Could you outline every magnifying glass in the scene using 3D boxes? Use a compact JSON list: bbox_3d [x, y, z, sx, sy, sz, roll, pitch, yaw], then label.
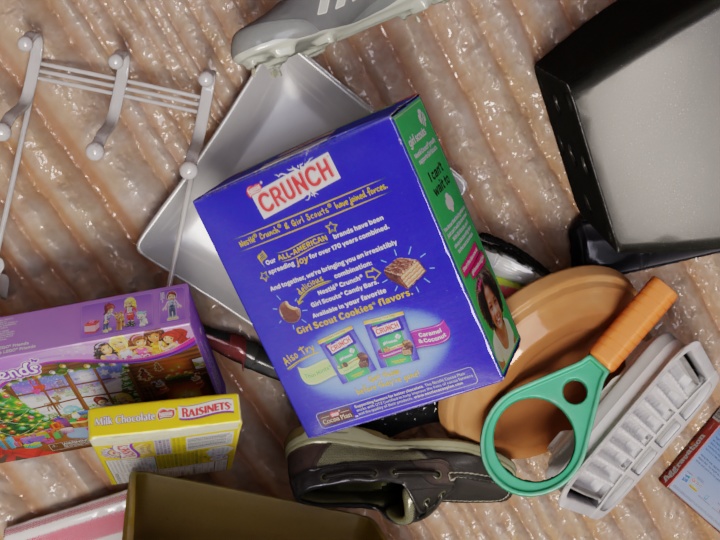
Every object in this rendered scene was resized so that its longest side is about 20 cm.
[{"bbox_3d":[0.170,0.087,0.780,0.079,0.022,0.200,41,85,16],"label":"magnifying glass"}]

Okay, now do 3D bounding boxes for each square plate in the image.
[{"bbox_3d":[-0.045,-0.046,0.818,0.197,0.028,0.201,35,94,-18],"label":"square plate"}]

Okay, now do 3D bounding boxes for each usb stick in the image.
[{"bbox_3d":[0.277,-0.035,0.891,0.197,0.033,0.056,-12,99,-9],"label":"usb stick"}]

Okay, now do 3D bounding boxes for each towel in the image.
[{"bbox_3d":[-0.203,0.283,0.864,0.144,0.030,0.203,-15,105,-6],"label":"towel"}]

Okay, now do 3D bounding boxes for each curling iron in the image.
[{"bbox_3d":[-0.100,0.075,0.831,0.198,0.050,0.026,22,141,-21],"label":"curling iron"}]

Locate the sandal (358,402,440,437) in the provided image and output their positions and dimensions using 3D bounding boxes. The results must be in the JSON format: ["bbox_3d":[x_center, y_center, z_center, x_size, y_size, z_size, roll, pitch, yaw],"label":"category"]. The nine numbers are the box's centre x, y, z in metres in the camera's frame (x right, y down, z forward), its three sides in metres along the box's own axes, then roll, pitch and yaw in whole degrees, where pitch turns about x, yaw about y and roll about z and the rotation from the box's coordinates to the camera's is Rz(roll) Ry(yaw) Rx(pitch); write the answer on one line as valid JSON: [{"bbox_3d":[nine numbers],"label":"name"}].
[{"bbox_3d":[0.045,0.098,0.863,0.198,0.045,0.076,-18,111,-9],"label":"sandal"}]

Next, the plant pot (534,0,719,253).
[{"bbox_3d":[0.245,-0.122,0.787,0.175,0.200,0.202,-20,107,4],"label":"plant pot"}]

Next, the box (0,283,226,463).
[{"bbox_3d":[-0.208,0.082,0.755,0.197,0.039,0.138,-10,141,-1],"label":"box"}]

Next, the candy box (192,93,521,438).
[{"bbox_3d":[0.000,0.000,0.740,0.167,0.077,0.202,-19,104,24],"label":"candy box"}]

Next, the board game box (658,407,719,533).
[{"bbox_3d":[0.388,0.222,0.984,0.199,0.019,0.103,40,94,-18],"label":"board game box"}]

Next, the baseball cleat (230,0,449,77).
[{"bbox_3d":[-0.021,-0.218,0.755,0.198,0.069,0.108,-26,99,-28],"label":"baseball cleat"}]

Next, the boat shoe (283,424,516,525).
[{"bbox_3d":[0.034,0.172,0.816,0.198,0.067,0.072,12,140,-17],"label":"boat shoe"}]

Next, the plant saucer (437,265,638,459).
[{"bbox_3d":[0.158,0.087,0.843,0.198,0.038,0.202,-18,134,-19],"label":"plant saucer"}]

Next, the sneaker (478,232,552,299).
[{"bbox_3d":[0.093,0.018,0.834,0.198,0.078,0.091,20,103,-27],"label":"sneaker"}]

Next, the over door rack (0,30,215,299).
[{"bbox_3d":[-0.192,-0.060,0.744,0.146,0.067,0.203,11,97,-3],"label":"over door rack"}]

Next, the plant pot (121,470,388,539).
[{"bbox_3d":[-0.084,0.269,0.705,0.197,0.200,0.179,15,92,-13],"label":"plant pot"}]

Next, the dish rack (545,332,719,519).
[{"bbox_3d":[0.228,0.130,0.867,0.172,0.043,0.200,-50,152,4],"label":"dish rack"}]

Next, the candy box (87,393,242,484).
[{"bbox_3d":[-0.143,0.129,0.759,0.101,0.200,0.027,-3,71,-11],"label":"candy box"}]
